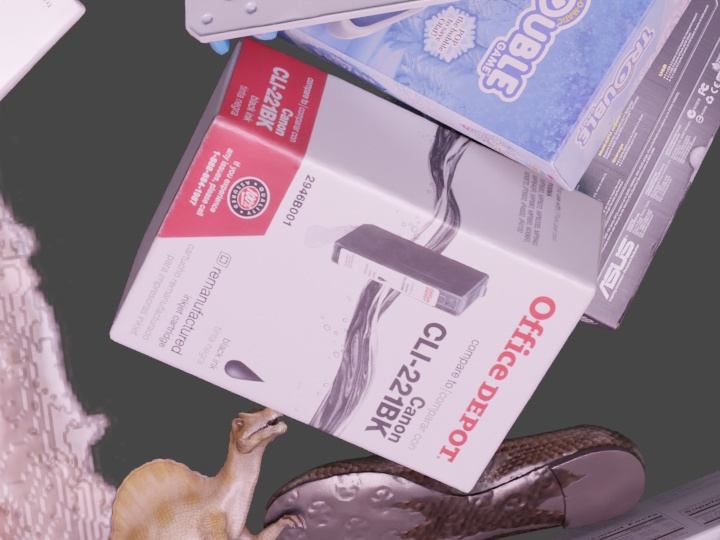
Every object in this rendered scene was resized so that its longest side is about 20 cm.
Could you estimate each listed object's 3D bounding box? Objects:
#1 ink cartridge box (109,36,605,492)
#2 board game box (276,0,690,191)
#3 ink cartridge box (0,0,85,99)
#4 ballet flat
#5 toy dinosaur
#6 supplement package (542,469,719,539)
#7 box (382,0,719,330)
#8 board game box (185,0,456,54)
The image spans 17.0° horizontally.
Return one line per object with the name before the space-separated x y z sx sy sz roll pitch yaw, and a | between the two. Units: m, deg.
ink cartridge box | 0.000 0.000 1.170 0.200 0.084 0.144 23 124 -8
board game box | 0.069 -0.169 1.165 0.199 0.043 0.200 29 83 24
ink cartridge box | -0.228 -0.078 1.128 0.200 0.147 0.083 -45 99 -3
ballet flat | 0.048 0.113 1.243 0.199 0.046 0.068 -11 117 -3
toy dinosaur | -0.097 0.149 1.218 0.200 0.058 0.101 -38 77 9
supplement package | 0.154 0.207 1.228 0.200 0.111 0.156 -21 97 -7
box | 0.103 -0.092 1.232 0.158 0.048 0.200 26 89 -9
board game box | 0.015 -0.206 1.147 0.199 0.026 0.200 -8 64 12
